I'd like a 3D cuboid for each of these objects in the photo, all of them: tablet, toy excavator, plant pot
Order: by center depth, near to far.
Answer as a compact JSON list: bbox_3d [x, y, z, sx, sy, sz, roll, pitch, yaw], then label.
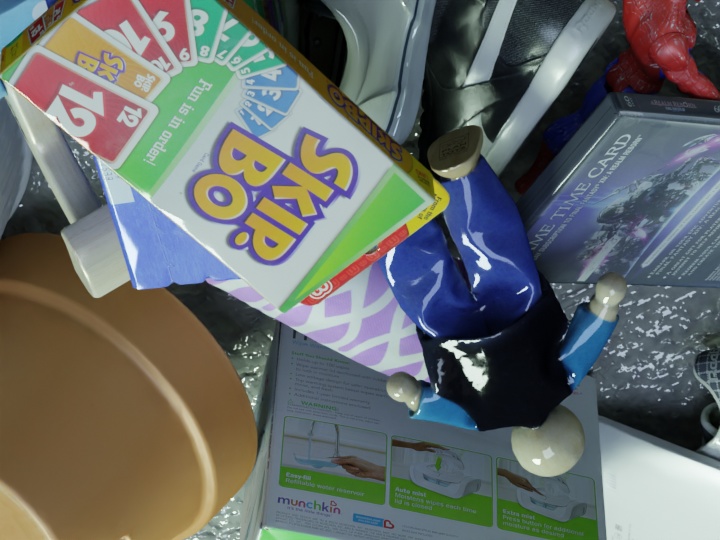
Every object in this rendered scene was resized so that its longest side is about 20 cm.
[{"bbox_3d":[-0.176,-0.107,1.133,0.099,0.195,0.201,-31,140,-8],"label":"toy excavator"},{"bbox_3d":[-0.176,0.099,1.268,0.199,0.140,0.201,22,138,21],"label":"plant pot"},{"bbox_3d":[0.195,0.182,1.416,0.129,0.014,0.201,20,137,25],"label":"tablet"}]

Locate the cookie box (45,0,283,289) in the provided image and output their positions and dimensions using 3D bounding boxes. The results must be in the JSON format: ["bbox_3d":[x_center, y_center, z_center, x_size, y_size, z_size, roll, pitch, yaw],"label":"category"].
[{"bbox_3d":[-0.087,-0.119,1.099,0.075,0.201,0.172,-7,129,7],"label":"cookie box"}]

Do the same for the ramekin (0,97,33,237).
[{"bbox_3d":[-0.279,-0.052,1.220,0.198,0.105,0.201,1,130,1],"label":"ramekin"}]

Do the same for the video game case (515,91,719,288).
[{"bbox_3d":[0.174,-0.039,1.212,0.199,0.019,0.143,3,143,-33],"label":"video game case"}]

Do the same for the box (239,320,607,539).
[{"bbox_3d":[0.035,0.130,1.314,0.198,0.177,0.097,11,129,-8],"label":"box"}]

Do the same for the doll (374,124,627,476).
[{"bbox_3d":[0.072,0.026,1.171,0.136,0.049,0.201,-21,117,7],"label":"doll"}]

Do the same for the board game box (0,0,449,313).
[{"bbox_3d":[-0.055,-0.058,1.006,0.095,0.030,0.200,-36,125,22],"label":"board game box"}]

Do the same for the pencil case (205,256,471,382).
[{"bbox_3d":[0.000,0.000,1.214,0.199,0.086,0.084,28,134,-29],"label":"pencil case"}]

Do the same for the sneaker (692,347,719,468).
[{"bbox_3d":[0.242,0.126,1.385,0.080,0.077,0.201,4,126,13],"label":"sneaker"}]

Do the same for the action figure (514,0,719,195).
[{"bbox_3d":[0.161,-0.094,1.196,0.098,0.066,0.201,-5,146,-23],"label":"action figure"}]

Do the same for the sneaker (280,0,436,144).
[{"bbox_3d":[0.000,-0.151,1.110,0.070,0.073,0.202,-8,107,-45],"label":"sneaker"}]

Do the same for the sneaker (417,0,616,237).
[{"bbox_3d":[0.048,-0.108,1.202,0.112,0.073,0.200,38,140,3],"label":"sneaker"}]
